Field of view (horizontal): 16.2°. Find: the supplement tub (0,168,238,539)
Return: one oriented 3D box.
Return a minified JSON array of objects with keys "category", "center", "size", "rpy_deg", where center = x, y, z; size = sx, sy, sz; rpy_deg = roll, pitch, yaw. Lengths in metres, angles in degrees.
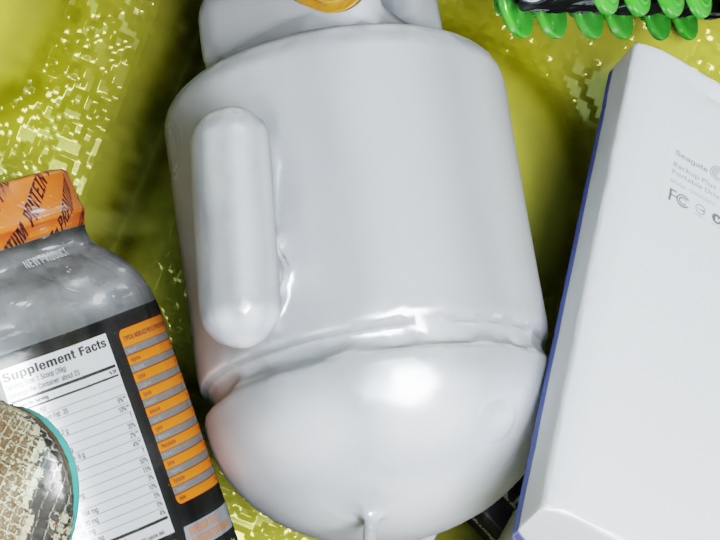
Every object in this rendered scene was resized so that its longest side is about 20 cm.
[{"category":"supplement tub","center":[-0.103,0.078,0.781],"size":[0.122,0.122,0.201],"rpy_deg":[-19,90,-15]}]

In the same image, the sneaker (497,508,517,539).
[{"category":"sneaker","center":[0.016,0.163,0.822],"size":[0.080,0.070,0.202],"rpy_deg":[22,93,-2]}]

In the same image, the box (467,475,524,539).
[{"category":"box","center":[0.143,0.056,0.891],"size":[0.143,0.036,0.200],"rpy_deg":[45,79,-7]}]

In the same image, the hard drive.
[{"category":"hard drive","center":[0.123,0.030,0.801],"size":[0.131,0.025,0.201],"rpy_deg":[28,47,-13]}]

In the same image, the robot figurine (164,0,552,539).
[{"category":"robot figurine","center":[0.000,0.000,0.806],"size":[0.169,0.112,0.202],"rpy_deg":[16,60,-54]}]

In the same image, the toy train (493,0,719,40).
[{"category":"toy train","center":[0.090,-0.106,0.825],"size":[0.041,0.200,0.057],"rpy_deg":[-13,88,26]}]

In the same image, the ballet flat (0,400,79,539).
[{"category":"ballet flat","center":[-0.147,0.107,0.693],"size":[0.075,0.200,0.068],"rpy_deg":[-22,74,-46]}]

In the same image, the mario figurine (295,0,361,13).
[{"category":"mario figurine","center":[-0.012,-0.157,0.790],"size":[0.122,0.200,0.107],"rpy_deg":[-1,115,-1]}]
